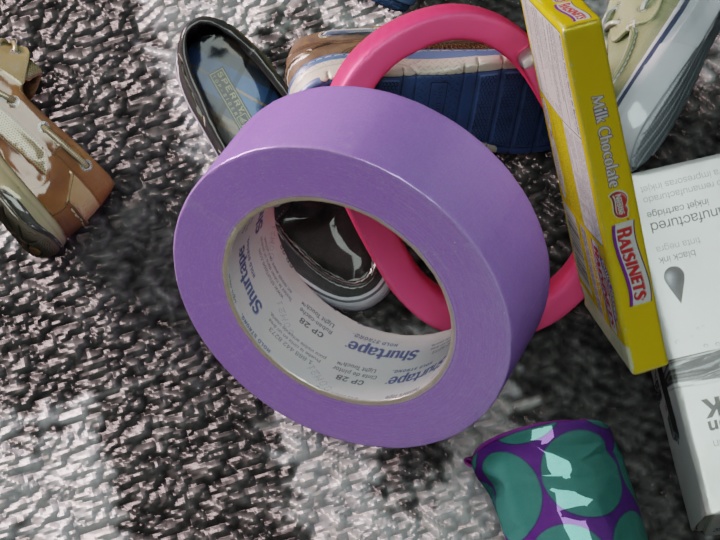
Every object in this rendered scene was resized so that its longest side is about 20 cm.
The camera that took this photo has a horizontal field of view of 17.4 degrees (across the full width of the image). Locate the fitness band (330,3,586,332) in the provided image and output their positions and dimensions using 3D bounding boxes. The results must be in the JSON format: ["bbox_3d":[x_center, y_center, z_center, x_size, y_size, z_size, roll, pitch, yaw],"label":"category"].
[{"bbox_3d":[0.063,-0.053,1.334,0.143,0.037,0.200,-28,111,1],"label":"fitness band"}]

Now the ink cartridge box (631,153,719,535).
[{"bbox_3d":[0.236,0.035,1.329,0.144,0.084,0.200,-13,78,0],"label":"ink cartridge box"}]

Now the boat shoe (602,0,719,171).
[{"bbox_3d":[0.170,-0.137,1.360,0.062,0.072,0.200,23,52,11],"label":"boat shoe"}]

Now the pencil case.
[{"bbox_3d":[0.124,0.183,1.304,0.092,0.085,0.200,-28,71,42],"label":"pencil case"}]

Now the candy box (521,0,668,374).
[{"bbox_3d":[0.125,-0.053,1.270,0.026,0.102,0.200,-16,113,-6],"label":"candy box"}]

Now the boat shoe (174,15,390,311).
[{"bbox_3d":[-0.047,-0.067,1.379,0.070,0.066,0.200,-29,77,-3],"label":"boat shoe"}]

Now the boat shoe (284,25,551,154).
[{"bbox_3d":[0.054,-0.118,1.375,0.200,0.072,0.072,2,44,-16],"label":"boat shoe"}]

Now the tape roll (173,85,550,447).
[{"bbox_3d":[0.000,0.000,1.295,0.200,0.200,0.066,25,42,9],"label":"tape roll"}]

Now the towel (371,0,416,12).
[{"bbox_3d":[0.027,-0.262,1.391,0.112,0.049,0.200,29,104,8],"label":"towel"}]

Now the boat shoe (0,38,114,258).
[{"bbox_3d":[-0.223,-0.101,1.400,0.074,0.076,0.200,-38,86,-10],"label":"boat shoe"}]
